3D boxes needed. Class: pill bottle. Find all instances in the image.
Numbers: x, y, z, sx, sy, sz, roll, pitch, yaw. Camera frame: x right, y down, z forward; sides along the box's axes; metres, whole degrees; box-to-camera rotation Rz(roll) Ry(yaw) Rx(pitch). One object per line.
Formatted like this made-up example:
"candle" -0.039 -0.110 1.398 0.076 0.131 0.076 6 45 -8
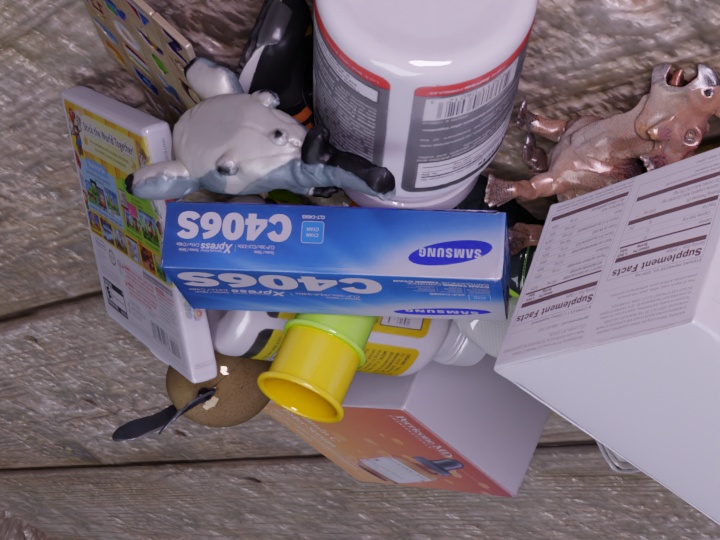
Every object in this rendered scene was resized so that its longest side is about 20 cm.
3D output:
"pill bottle" -0.006 0.015 1.226 0.199 0.113 0.112 9 165 -24
"pill bottle" 0.030 -0.110 0.955 0.115 0.116 0.200 22 158 7

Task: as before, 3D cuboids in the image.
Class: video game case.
"video game case" -0.161 -0.031 1.239 0.200 0.023 0.183 28 131 62

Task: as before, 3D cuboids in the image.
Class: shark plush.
"shark plush" -0.044 -0.070 0.987 0.199 0.091 0.083 -4 150 46

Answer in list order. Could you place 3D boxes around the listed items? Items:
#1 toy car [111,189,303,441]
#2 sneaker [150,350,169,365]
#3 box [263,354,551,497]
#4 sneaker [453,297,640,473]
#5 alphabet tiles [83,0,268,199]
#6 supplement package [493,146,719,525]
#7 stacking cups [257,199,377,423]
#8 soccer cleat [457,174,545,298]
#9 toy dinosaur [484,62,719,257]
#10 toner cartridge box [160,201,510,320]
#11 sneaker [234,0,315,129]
"toy car" -0.114 0.057 1.343 0.158 0.200 0.164 49 151 -11
"sneaker" -0.102 0.078 1.576 0.118 0.074 0.200 15 167 40
"box" 0.035 0.104 1.448 0.152 0.107 0.200 40 154 -32
"sneaker" 0.159 0.074 1.194 0.199 0.116 0.074 20 123 -28
"alphabet tiles" -0.126 -0.128 1.133 0.166 0.006 0.200 42 167 20
"supplement package" 0.204 0.046 0.915 0.200 0.111 0.156 34 152 -23
"stacking cups" 0.000 0.000 1.122 0.060 0.201 0.061 20 154 10
"soccer cleat" 0.139 0.007 1.132 0.081 0.067 0.200 -43 78 29
"toy dinosaur" 0.154 -0.045 1.027 0.135 0.086 0.200 11 161 14
"toner cartridge box" -0.012 -0.005 1.032 0.199 0.043 0.095 2 165 8
"sneaker" -0.027 -0.112 1.083 0.090 0.070 0.200 20 164 2
